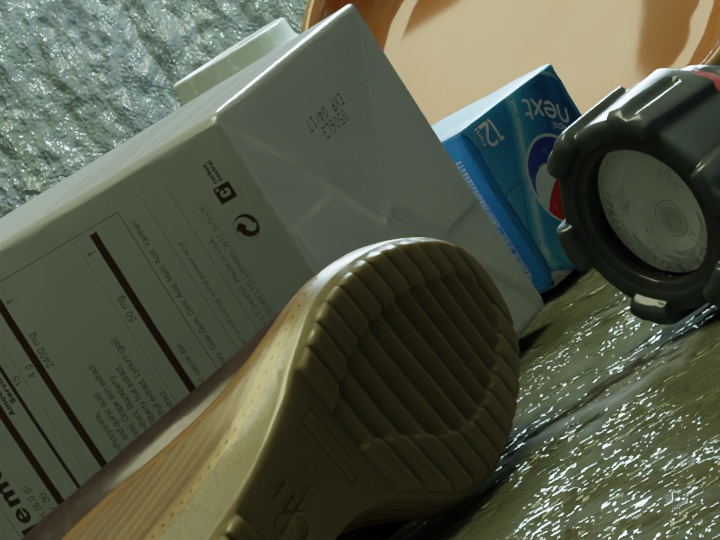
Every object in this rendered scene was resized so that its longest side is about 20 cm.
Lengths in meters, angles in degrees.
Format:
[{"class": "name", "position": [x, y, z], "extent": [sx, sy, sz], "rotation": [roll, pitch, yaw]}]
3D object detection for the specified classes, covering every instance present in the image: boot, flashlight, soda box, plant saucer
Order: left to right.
[{"class": "boot", "position": [-0.058, 0.069, 0.777], "extent": [0.166, 0.072, 0.200], "rotation": [-25, 13, 38]}, {"class": "soda box", "position": [0.000, 0.000, 1.060], "extent": [0.200, 0.064, 0.068], "rotation": [-26, 8, 41]}, {"class": "plant saucer", "position": [0.074, -0.107, 1.226], "extent": [0.200, 0.037, 0.200], "rotation": [-12, 47, 13]}, {"class": "flashlight", "position": [0.137, -0.058, 0.853], "extent": [0.068, 0.068, 0.200], "rotation": [12, 36, 41]}]

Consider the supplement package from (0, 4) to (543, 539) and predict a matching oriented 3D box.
[{"class": "supplement package", "position": [-0.066, 0.026, 0.931], "extent": [0.200, 0.120, 0.121], "rotation": [-29, 9, 29]}]

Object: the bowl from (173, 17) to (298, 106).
[{"class": "bowl", "position": [-0.051, -0.087, 1.758], "extent": [0.200, 0.108, 0.200], "rotation": [-32, 6, 4]}]
